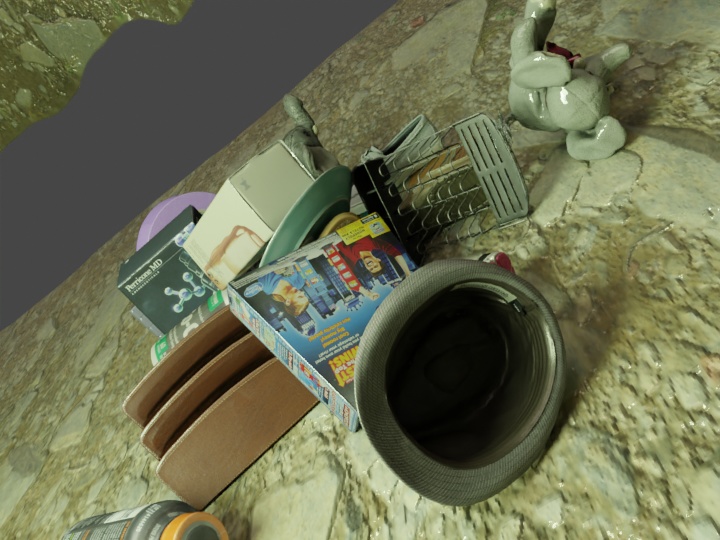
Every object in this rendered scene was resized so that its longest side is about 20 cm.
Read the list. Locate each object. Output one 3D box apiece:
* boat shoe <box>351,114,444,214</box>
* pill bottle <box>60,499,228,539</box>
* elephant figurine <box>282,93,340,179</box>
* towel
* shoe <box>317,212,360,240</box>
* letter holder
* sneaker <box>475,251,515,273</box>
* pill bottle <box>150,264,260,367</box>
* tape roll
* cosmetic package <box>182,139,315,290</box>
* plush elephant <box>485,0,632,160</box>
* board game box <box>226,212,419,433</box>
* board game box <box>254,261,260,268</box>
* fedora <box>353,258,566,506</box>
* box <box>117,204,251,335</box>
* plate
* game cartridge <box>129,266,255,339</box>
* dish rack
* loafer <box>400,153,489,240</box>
[{"bbox_3d":[0.036,-0.166,1.185,0.200,0.072,0.070,-39,23,1],"label":"boat shoe"},{"bbox_3d":[-0.221,0.296,0.780,0.198,0.107,0.107,-22,29,37],"label":"pill bottle"},{"bbox_3d":[-0.087,-0.168,1.256,0.142,0.200,0.155,-45,21,6],"label":"elephant figurine"},{"bbox_3d":[0.085,-0.122,1.153,0.198,0.022,0.148,-23,29,34],"label":"towel"},{"bbox_3d":[-0.051,0.015,0.954,0.053,0.069,0.202,46,121,51],"label":"shoe"},{"bbox_3d":[-0.170,0.153,0.905,0.200,0.143,0.101,-42,23,-3],"label":"letter holder"},{"bbox_3d":[0.088,0.061,0.754,0.087,0.074,0.201,-2,49,47],"label":"sneaker"},{"bbox_3d":[-0.188,0.090,1.080,0.199,0.113,0.113,-39,23,5],"label":"pill bottle"},{"bbox_3d":[-0.290,-0.035,1.349,0.065,0.201,0.201,-1,45,55],"label":"tape roll"},{"bbox_3d":[-0.143,-0.065,0.980,0.103,0.087,0.200,-43,2,-34],"label":"cosmetic package"},{"bbox_3d":[0.247,-0.219,0.900,0.201,0.165,0.154,-52,28,-9],"label":"plush elephant"},{"bbox_3d":[-0.014,0.061,0.836,0.198,0.201,0.062,-26,-26,-19],"label":"board game box"},{"bbox_3d":[-0.125,-0.062,1.231,0.028,0.137,0.199,-24,9,-39],"label":"board game box"},{"bbox_3d":[0.075,0.089,0.635,0.201,0.177,0.090,-50,5,-20],"label":"fedora"},{"bbox_3d":[-0.247,0.030,1.168,0.148,0.201,0.107,-40,23,2],"label":"box"},{"bbox_3d":[-0.060,-0.037,0.949,0.201,0.025,0.201,-53,-13,-18],"label":"plate"},{"bbox_3d":[-0.273,0.038,1.285,0.201,0.129,0.038,-52,7,-23],"label":"game cartridge"},{"bbox_3d":[0.100,-0.095,0.925,0.198,0.155,0.055,-19,15,39],"label":"dish rack"},{"bbox_3d":[0.105,-0.101,1.012,0.198,0.076,0.068,-29,32,26],"label":"loafer"}]
